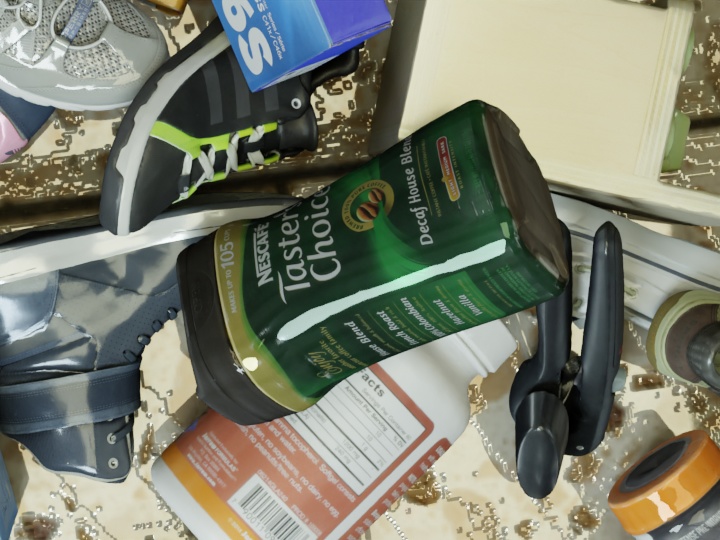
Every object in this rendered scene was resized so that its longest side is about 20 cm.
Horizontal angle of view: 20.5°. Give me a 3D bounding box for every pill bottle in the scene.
[{"bbox_3d":[0.227,0.190,1.145,0.106,0.106,0.200,-38,95,-4],"label":"pill bottle"},{"bbox_3d":[-0.011,0.082,1.109,0.200,0.112,0.112,-44,96,-4],"label":"pill bottle"}]

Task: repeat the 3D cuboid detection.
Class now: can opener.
[{"bbox_3d":[0.120,0.043,1.100,0.063,0.079,0.201,1,137,-4],"label":"can opener"}]

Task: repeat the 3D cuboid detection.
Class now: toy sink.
[{"bbox_3d":[0.117,-0.099,1.109,0.199,0.130,0.113,12,90,-6],"label":"toy sink"}]

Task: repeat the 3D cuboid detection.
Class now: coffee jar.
[{"bbox_3d":[0.000,0.000,1.015,0.199,0.085,0.105,-26,55,19],"label":"coffee jar"}]

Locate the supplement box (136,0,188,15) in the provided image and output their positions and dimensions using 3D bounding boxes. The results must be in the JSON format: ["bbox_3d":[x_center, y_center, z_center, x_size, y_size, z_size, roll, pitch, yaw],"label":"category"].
[{"bbox_3d":[-0.180,-0.208,1.101,0.199,0.069,0.067,21,92,-10],"label":"supplement box"}]

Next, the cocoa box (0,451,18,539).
[{"bbox_3d":[-0.274,0.067,1.065,0.130,0.133,0.201,-17,94,-6],"label":"cocoa box"}]

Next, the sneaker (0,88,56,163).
[{"bbox_3d":[-0.259,-0.132,1.091,0.199,0.070,0.082,29,84,-6],"label":"sneaker"}]

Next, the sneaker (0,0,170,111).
[{"bbox_3d":[-0.188,-0.147,1.035,0.199,0.082,0.075,25,69,-16],"label":"sneaker"}]

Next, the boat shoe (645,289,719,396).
[{"bbox_3d":[0.259,0.059,1.140,0.200,0.066,0.072,11,107,-25],"label":"boat shoe"}]

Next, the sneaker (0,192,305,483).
[{"bbox_3d":[-0.116,0.037,1.114,0.201,0.077,0.147,-13,98,-10],"label":"sneaker"}]

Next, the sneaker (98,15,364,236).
[{"bbox_3d":[-0.062,-0.087,1.079,0.083,0.072,0.200,31,60,11],"label":"sneaker"}]

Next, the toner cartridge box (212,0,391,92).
[{"bbox_3d":[-0.060,-0.200,1.023,0.043,0.095,0.201,-25,93,-31],"label":"toner cartridge box"}]

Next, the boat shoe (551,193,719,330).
[{"bbox_3d":[0.133,0.001,1.141,0.199,0.074,0.067,17,87,-8],"label":"boat shoe"}]
